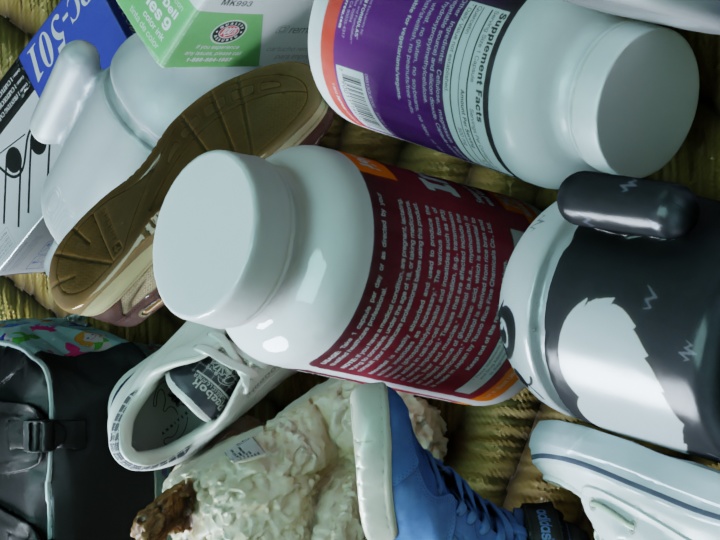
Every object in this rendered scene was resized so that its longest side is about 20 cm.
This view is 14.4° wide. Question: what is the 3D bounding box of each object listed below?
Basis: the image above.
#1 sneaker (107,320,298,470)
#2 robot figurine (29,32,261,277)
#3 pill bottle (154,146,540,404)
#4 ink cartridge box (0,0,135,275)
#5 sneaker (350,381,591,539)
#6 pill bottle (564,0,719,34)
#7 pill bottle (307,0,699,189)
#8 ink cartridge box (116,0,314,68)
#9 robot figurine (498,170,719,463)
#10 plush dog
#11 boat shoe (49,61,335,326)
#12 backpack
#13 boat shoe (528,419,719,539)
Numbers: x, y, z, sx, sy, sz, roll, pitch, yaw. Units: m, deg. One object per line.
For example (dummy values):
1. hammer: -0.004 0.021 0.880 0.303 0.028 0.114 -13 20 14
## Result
1. sneaker: -0.060 0.038 1.580 0.076 0.081 0.200 43 93 -2
2. robot figurine: -0.112 -0.065 1.653 0.170 0.113 0.200 31 121 -2
3. pill bottle: 0.000 0.000 1.456 0.113 0.200 0.113 -19 65 47
4. ink cartridge box: -0.185 -0.092 1.777 0.200 0.044 0.094 -46 62 37
5. sneaker: 0.061 0.129 1.459 0.077 0.111 0.200 -93 -9 -54
6. pill bottle: 0.149 -0.218 1.326 0.113 0.113 0.200 16 94 44
7. pill bottle: 0.074 -0.108 1.459 0.200 0.112 0.113 21 107 43
8. ink cartridge box: -0.028 -0.206 1.535 0.200 0.145 0.088 -53 57 33
9. robot figurine: 0.158 0.027 1.370 0.200 0.125 0.150 15 103 44
10. plush dog: -0.033 0.170 1.581 0.200 0.160 0.172 -25 99 45
11. boat shoe: -0.081 -0.036 1.569 0.200 0.072 0.072 -42 45 18
12. backpack: -0.189 0.114 1.716 0.200 0.151 0.178 8 101 51
13. boat shoe: 0.139 0.119 1.380 0.200 0.074 0.067 13 85 62
